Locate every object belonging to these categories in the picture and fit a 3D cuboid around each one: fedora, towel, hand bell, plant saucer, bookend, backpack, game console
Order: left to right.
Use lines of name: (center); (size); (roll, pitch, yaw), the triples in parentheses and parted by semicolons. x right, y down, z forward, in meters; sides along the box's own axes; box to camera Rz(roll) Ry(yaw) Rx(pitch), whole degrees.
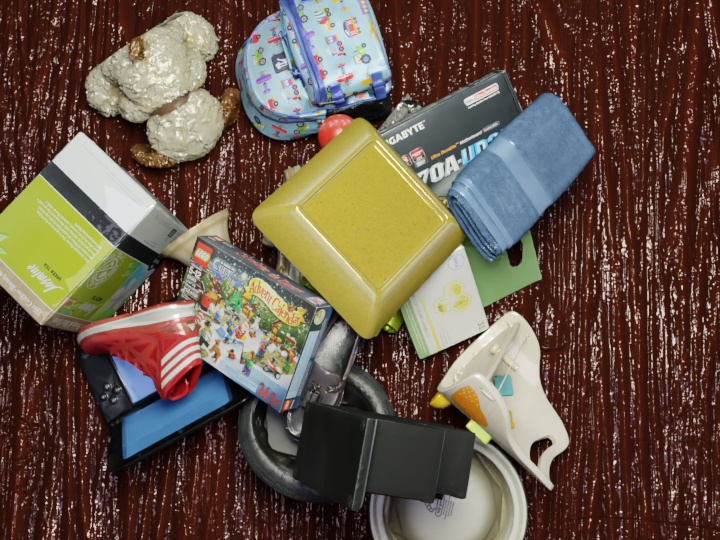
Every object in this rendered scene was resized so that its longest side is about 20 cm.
game console: (-0.254, 0.132, 1.174); (0.199, 0.116, 0.177); (-28, 83, -4)
hand bell: (-0.163, 0.032, 1.208); (0.104, 0.104, 0.201); (-34, 92, -4)
backpack: (-0.070, -0.273, 1.219); (0.198, 0.135, 0.184); (-14, 83, 0)
fedora: (-0.053, 0.203, 1.171); (0.198, 0.092, 0.203); (0, 75, 1)
plant saucer: (0.010, -0.059, 1.068); (0.200, 0.048, 0.200); (46, 67, -2)
bookend: (0.052, 0.212, 1.018); (0.198, 0.198, 0.093); (13, 83, -21)
towel: (0.191, -0.116, 1.112); (0.200, 0.048, 0.112); (-44, 110, -19)

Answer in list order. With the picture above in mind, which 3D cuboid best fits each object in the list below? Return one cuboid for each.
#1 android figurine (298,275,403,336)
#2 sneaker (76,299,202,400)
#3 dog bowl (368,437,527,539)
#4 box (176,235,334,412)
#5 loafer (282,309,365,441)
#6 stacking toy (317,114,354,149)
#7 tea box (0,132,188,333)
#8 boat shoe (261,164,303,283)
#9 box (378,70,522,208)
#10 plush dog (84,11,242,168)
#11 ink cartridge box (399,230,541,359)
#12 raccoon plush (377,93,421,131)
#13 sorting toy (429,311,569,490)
android figurine: (0.000, 0.000, 1.195); (0.181, 0.041, 0.201); (34, 75, -21)
sneaker: (-0.274, 0.111, 1.136); (0.199, 0.078, 0.117); (-18, 83, 39)
dog bowl: (0.109, 0.302, 1.170); (0.198, 0.074, 0.202); (0, 83, 1)
box: (-0.137, 0.060, 1.107); (0.199, 0.038, 0.138); (29, 108, 29)
loafer: (-0.040, 0.109, 1.114); (0.071, 0.063, 0.201); (25, 76, 8)
stacking toy: (-0.021, -0.093, 1.129); (0.084, 0.085, 0.202); (-6, 83, 0)
tea box: (-0.344, -0.037, 1.155); (0.134, 0.200, 0.197); (43, 86, 6)
boat shoe: (-0.098, -0.040, 1.217); (0.066, 0.074, 0.202); (-2, 82, -5)
box: (0.123, -0.138, 1.168); (0.199, 0.046, 0.160); (-27, 104, -1)
plush dog: (-0.250, -0.229, 1.220); (0.199, 0.160, 0.173); (-33, 107, -4)
ink cartridge box: (0.140, 0.012, 1.181); (0.199, 0.048, 0.146); (-24, 127, -2)
raccoon plush: (0.066, -0.133, 1.229); (0.134, 0.097, 0.200); (39, 94, -3)
sorting toy: (0.191, 0.178, 1.147); (0.107, 0.200, 0.180); (-41, 90, 29)
